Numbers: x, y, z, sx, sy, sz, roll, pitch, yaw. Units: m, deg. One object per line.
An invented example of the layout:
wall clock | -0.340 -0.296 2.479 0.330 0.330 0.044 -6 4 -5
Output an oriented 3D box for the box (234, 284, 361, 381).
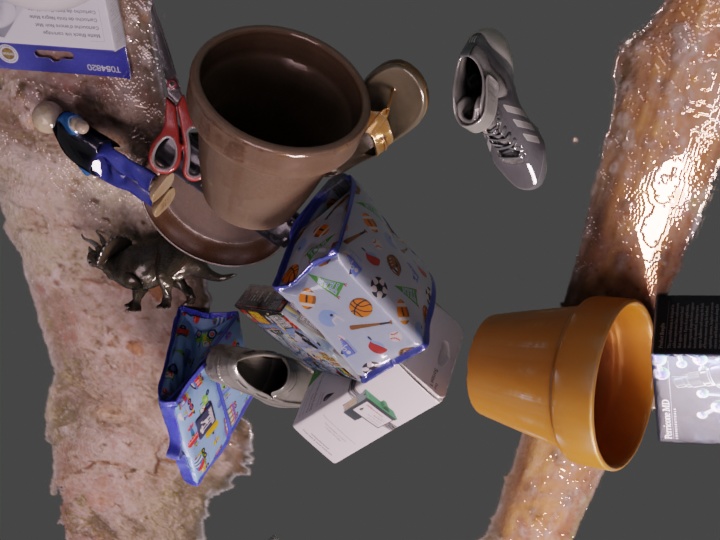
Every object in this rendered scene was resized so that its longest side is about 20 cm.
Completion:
box | -0.070 0.075 1.653 0.137 0.040 0.200 41 167 -18

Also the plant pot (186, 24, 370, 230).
plant pot | -0.105 -0.140 1.458 0.199 0.201 0.175 22 135 -1

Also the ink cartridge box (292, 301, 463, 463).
ink cartridge box | 0.023 0.134 1.676 0.084 0.147 0.200 42 127 -17

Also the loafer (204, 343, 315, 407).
loafer | -0.113 0.143 1.729 0.199 0.071 0.069 17 172 -43

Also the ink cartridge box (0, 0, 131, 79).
ink cartridge box | -0.371 -0.304 1.507 0.198 0.041 0.201 5 130 13

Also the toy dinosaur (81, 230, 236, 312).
toy dinosaur | -0.262 -0.003 1.695 0.198 0.077 0.103 -3 95 3

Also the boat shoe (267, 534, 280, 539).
boat shoe | -0.160 0.494 2.075 0.060 0.076 0.200 34 131 -4

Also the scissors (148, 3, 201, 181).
scissors | -0.208 -0.203 1.520 0.072 0.014 0.202 1 102 -4

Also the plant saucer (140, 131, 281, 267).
plant saucer | -0.175 -0.092 1.627 0.198 0.032 0.201 8 130 10

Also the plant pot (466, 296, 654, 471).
plant pot | 0.235 0.125 1.588 0.182 0.200 0.201 7 132 33

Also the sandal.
sandal | 0.004 -0.160 1.500 0.080 0.054 0.200 41 128 -17

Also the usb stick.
usb stick | -0.158 -0.100 1.575 0.199 0.033 0.055 36 121 -13

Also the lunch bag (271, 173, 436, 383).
lunch bag | 0.000 0.000 1.536 0.123 0.201 0.170 -29 116 29

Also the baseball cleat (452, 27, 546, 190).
baseball cleat | 0.142 -0.157 1.426 0.069 0.107 0.201 -3 124 36

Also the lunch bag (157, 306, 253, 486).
lunch bag | -0.219 0.171 1.744 0.093 0.201 0.151 4 130 14

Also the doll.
doll | -0.316 -0.139 1.593 0.199 0.049 0.137 33 157 9

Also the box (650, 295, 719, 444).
box | 0.449 0.118 1.557 0.198 0.107 0.149 -1 129 19

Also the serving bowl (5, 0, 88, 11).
serving bowl | -0.350 -0.370 1.390 0.198 0.066 0.202 5 111 13
